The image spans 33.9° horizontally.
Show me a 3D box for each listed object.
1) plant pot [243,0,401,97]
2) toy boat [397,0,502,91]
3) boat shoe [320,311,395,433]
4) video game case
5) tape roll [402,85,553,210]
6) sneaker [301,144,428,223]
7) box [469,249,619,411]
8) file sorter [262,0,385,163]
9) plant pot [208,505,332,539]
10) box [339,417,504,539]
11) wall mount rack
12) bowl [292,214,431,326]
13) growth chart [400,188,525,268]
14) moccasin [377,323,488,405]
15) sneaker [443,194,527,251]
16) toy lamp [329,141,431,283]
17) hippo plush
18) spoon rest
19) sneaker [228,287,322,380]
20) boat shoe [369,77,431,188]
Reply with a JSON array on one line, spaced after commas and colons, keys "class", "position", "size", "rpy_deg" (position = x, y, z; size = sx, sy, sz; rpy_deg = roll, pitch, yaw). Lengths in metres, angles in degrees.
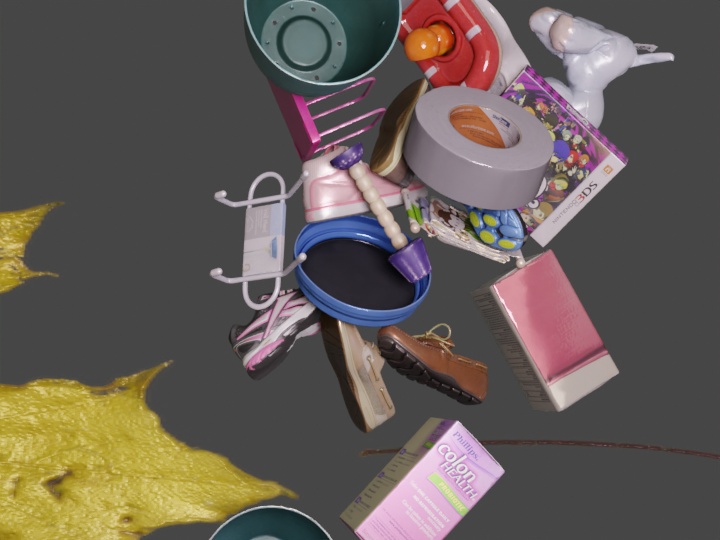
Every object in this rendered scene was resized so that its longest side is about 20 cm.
[{"class": "plant pot", "position": [-0.061, -0.317, 1.524], "size": [0.197, 0.161, 0.205], "rpy_deg": [1, 83, -12]}, {"class": "toy boat", "position": [0.108, -0.326, 1.686], "size": [0.201, 0.130, 0.130], "rpy_deg": [53, 42, 3]}, {"class": "boat shoe", "position": [-0.001, 0.128, 1.663], "size": [0.064, 0.072, 0.203], "rpy_deg": [-25, 110, -21]}, {"class": "video game case", "position": [0.253, -0.162, 1.706], "size": [0.200, 0.036, 0.181], "rpy_deg": [42, 121, -2]}, {"class": "tape roll", "position": [0.159, -0.168, 1.597], "size": [0.197, 0.202, 0.067], "rpy_deg": [14, 127, -7]}, {"class": "sneaker", "position": [0.004, -0.133, 1.680], "size": [0.197, 0.075, 0.107], "rpy_deg": [-11, 88, -27]}, {"class": "box", "position": [0.260, 0.087, 1.689], "size": [0.108, 0.128, 0.202], "rpy_deg": [-29, 90, -10]}, {"class": "file sorter", "position": [-0.060, -0.281, 1.672], "size": [0.124, 0.139, 0.203], "rpy_deg": [-23, 88, -11]}, {"class": "plant pot", "position": [-0.125, 0.415, 1.600], "size": [0.196, 0.135, 0.204], "rpy_deg": [1, 85, -7]}, {"class": "box", "position": [0.079, 0.308, 1.619], "size": [0.097, 0.176, 0.200], "rpy_deg": [44, 80, -2]}, {"class": "wall mount rack", "position": [-0.127, -0.055, 1.631], "size": [0.171, 0.074, 0.204], "rpy_deg": [-9, 71, 30]}, {"class": "bowl", "position": [0.000, 0.000, 1.647], "size": [0.197, 0.040, 0.202], "rpy_deg": [11, 40, -9]}, {"class": "growth chart", "position": [0.142, -0.060, 1.645], "size": [0.197, 0.145, 0.018], "rpy_deg": [18, 116, -20]}, {"class": "moccasin", "position": [0.106, 0.121, 1.670], "size": [0.199, 0.073, 0.079], "rpy_deg": [26, 66, -26]}, {"class": "sneaker", "position": [0.182, -0.096, 1.647], "size": [0.081, 0.200, 0.072], "rpy_deg": [4, 119, -28]}, {"class": "toy lamp", "position": [0.032, -0.076, 1.611], "size": [0.058, 0.058, 0.202], "rpy_deg": [-31, 94, -10]}, {"class": "hippo plush", "position": [0.320, -0.284, 1.744], "size": [0.197, 0.160, 0.163], "rpy_deg": [16, 107, -12]}, {"class": "spoon rest", "position": [0.204, -0.314, 1.744], "size": [0.060, 0.099, 0.203], "rpy_deg": [-11, 74, -35]}, {"class": "sneaker", "position": [-0.104, 0.055, 1.669], "size": [0.199, 0.081, 0.086], "rpy_deg": [-39, 69, -19]}, {"class": "boat shoe", "position": [0.067, -0.195, 1.694], "size": [0.065, 0.073, 0.202], "rpy_deg": [43, 48, -23]}]
